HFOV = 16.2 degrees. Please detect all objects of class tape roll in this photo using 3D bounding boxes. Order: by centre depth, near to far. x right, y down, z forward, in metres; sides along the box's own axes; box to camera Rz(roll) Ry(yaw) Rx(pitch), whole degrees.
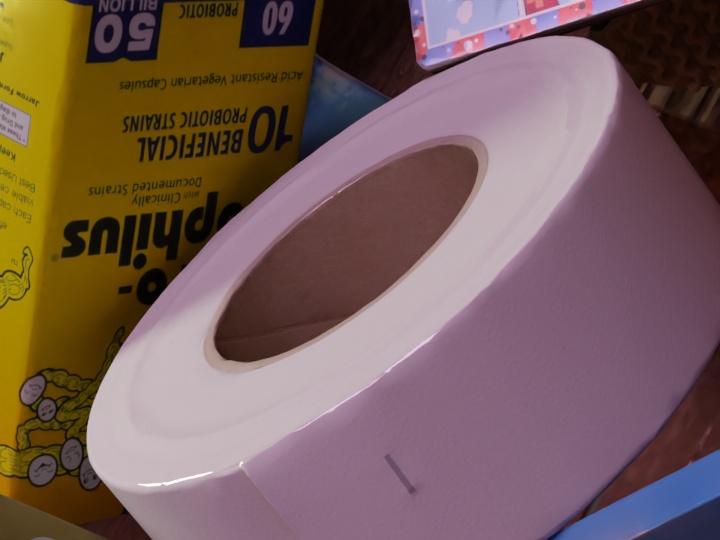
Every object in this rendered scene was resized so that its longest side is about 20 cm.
[{"bbox_3d":[0.014,0.019,0.767,0.202,0.071,0.203,-33,21,14],"label":"tape roll"}]

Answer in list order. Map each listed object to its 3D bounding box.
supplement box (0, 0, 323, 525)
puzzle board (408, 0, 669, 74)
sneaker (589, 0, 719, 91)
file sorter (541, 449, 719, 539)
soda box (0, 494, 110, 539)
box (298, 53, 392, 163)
[{"bbox_3d":[-0.098,-0.025,0.882,0.109,0.108,0.201,27,115,42],"label":"supplement box"},{"bbox_3d":[0.073,-0.178,0.831,0.150,0.017,0.201,-16,70,25],"label":"puzzle board"},{"bbox_3d":[0.155,-0.144,0.869,0.199,0.075,0.090,-35,51,8],"label":"sneaker"},{"bbox_3d":[0.108,0.141,0.710,0.199,0.139,0.123,-29,55,23],"label":"file sorter"},{"bbox_3d":[-0.108,0.125,0.842,0.067,0.200,0.064,-15,62,31],"label":"soda box"},{"bbox_3d":[0.000,0.000,0.929,0.200,0.048,0.122,33,88,44],"label":"box"}]
